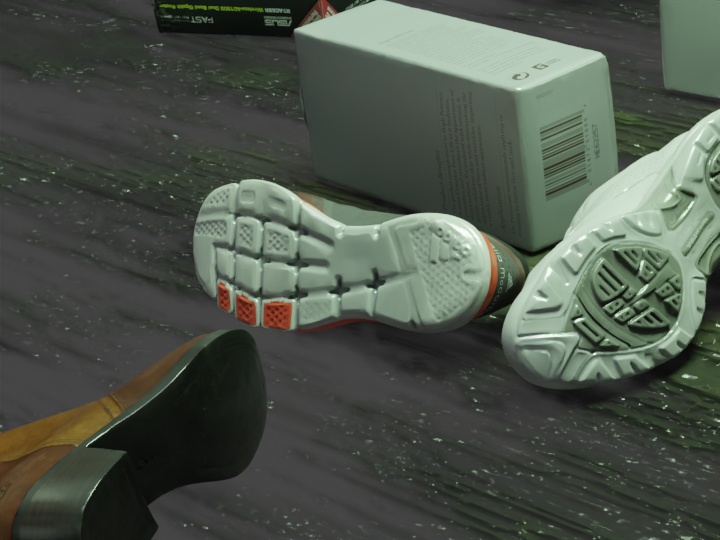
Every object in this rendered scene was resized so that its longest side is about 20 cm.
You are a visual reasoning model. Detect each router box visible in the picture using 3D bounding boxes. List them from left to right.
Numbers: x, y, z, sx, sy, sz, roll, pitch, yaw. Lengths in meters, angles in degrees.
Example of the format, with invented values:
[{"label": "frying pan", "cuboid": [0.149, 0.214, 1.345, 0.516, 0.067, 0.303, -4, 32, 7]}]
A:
[{"label": "router box", "cuboid": [-0.050, -0.241, 1.626, 0.150, 0.062, 0.200, 6, 28, 27]}]

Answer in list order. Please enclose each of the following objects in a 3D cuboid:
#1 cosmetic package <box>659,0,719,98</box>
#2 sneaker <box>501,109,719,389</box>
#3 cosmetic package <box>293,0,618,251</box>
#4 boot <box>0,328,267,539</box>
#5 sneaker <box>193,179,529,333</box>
[{"label": "cosmetic package", "cuboid": [0.295, -0.150, 1.299, 0.113, 0.081, 0.200, -28, 30, -37]}, {"label": "sneaker", "cuboid": [0.131, -0.001, 1.056, 0.200, 0.078, 0.099, -39, 9, -33]}, {"label": "cosmetic package", "cuboid": [0.053, -0.088, 1.217, 0.074, 0.102, 0.200, -24, 30, -32]}, {"label": "boot", "cuboid": [-0.160, 0.086, 0.982, 0.200, 0.069, 0.188, -2, 32, 30]}, {"label": "sneaker", "cuboid": [0.000, 0.000, 1.106, 0.200, 0.077, 0.082, 12, 5, 36]}]
